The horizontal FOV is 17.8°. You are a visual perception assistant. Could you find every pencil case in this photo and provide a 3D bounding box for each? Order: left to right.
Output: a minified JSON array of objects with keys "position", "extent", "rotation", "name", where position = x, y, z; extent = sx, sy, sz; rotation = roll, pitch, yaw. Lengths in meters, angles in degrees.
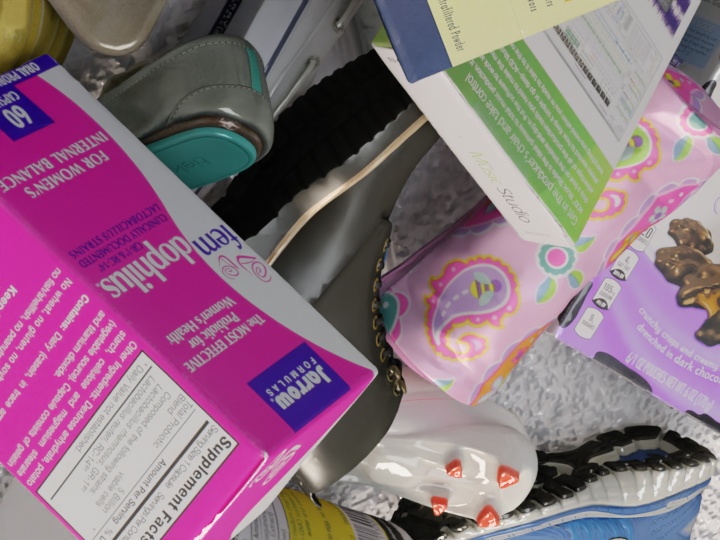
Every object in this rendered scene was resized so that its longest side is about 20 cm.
[{"position":[0.094,-0.025,1.130],"extent":[0.200,0.087,0.087],"rotation":[-46,124,9],"name":"pencil case"}]

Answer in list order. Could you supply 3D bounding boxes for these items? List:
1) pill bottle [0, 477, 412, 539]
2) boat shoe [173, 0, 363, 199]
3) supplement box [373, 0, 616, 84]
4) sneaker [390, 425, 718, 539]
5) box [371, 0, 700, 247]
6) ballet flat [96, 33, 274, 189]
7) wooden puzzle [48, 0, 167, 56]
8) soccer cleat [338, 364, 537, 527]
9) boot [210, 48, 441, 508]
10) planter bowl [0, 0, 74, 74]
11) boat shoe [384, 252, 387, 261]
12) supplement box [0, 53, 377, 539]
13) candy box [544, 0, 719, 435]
[{"position":[-0.075,0.154,1.132],"extent":[0.200,0.114,0.114],"rotation":[22,98,-33],"name":"pill bottle"},{"position":[-0.051,-0.091,1.081],"extent":[0.066,0.072,0.200],"rotation":[30,88,-35],"name":"boat shoe"},{"position":[0.069,-0.218,0.918],"extent":[0.200,0.200,0.134],"rotation":[-22,144,3],"name":"supplement box"},{"position":[0.107,0.146,1.251],"extent":[0.200,0.079,0.089],"rotation":[-6,109,-27],"name":"sneaker"},{"position":[0.094,-0.132,1.032],"extent":[0.144,0.036,0.200],"rotation":[50,60,-41],"name":"box"},{"position":[-0.122,-0.050,1.033],"extent":[0.200,0.064,0.067],"rotation":[-21,147,28],"name":"ballet flat"},{"position":[-0.098,-0.213,0.949],"extent":[0.185,0.046,0.200],"rotation":[-65,147,-20],"name":"wooden puzzle"},{"position":[-0.005,0.074,1.174],"extent":[0.200,0.078,0.069],"rotation":[20,119,-14],"name":"soccer cleat"},{"position":[0.000,0.000,1.057],"extent":[0.200,0.077,0.138],"rotation":[-43,120,2],"name":"boot"},{"position":[-0.195,-0.119,0.979],"extent":[0.200,0.083,0.201],"rotation":[-11,114,-26],"name":"planter bowl"},{"position":[-0.080,0.007,1.104],"extent":[0.200,0.084,0.069],"rotation":[-36,124,-32],"name":"boat shoe"},{"position":[-0.109,0.021,0.942],"extent":[0.103,0.200,0.101],"rotation":[-50,173,31],"name":"supplement box"},{"position":[0.192,-0.028,1.233],"extent":[0.168,0.072,0.200],"rotation":[29,93,-34],"name":"candy box"}]
